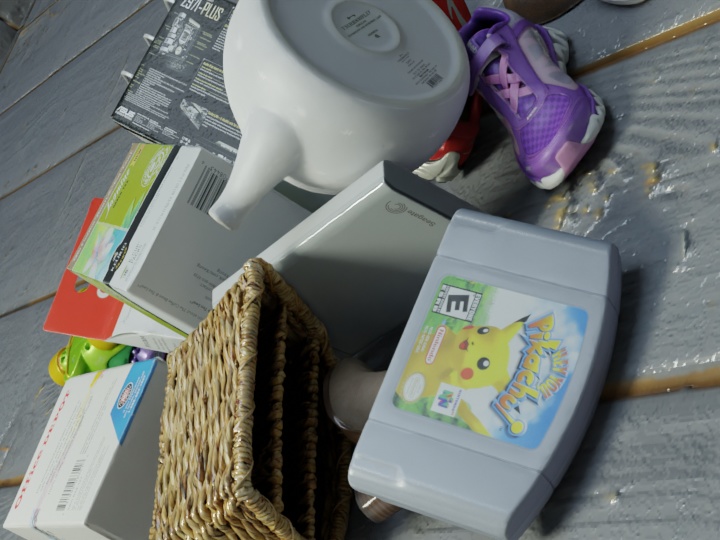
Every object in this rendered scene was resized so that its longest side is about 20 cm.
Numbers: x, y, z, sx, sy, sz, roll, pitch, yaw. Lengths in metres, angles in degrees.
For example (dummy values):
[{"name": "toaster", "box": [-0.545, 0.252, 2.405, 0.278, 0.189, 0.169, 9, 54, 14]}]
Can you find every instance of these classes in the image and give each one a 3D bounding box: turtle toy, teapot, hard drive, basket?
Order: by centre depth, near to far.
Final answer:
[{"name": "basket", "box": [-0.058, 0.122, 1.143, 0.149, 0.141, 0.202, -45, 34, 43]}, {"name": "teapot", "box": [-0.020, -0.129, 1.174, 0.147, 0.197, 0.199, 119, 146, -42]}, {"name": "hard drive", "box": [0.000, 0.000, 1.176, 0.199, 0.131, 0.027, -35, 44, 37]}, {"name": "turtle toy", "box": [-0.249, 0.081, 1.621, 0.146, 0.100, 0.202, -38, 33, 51]}]

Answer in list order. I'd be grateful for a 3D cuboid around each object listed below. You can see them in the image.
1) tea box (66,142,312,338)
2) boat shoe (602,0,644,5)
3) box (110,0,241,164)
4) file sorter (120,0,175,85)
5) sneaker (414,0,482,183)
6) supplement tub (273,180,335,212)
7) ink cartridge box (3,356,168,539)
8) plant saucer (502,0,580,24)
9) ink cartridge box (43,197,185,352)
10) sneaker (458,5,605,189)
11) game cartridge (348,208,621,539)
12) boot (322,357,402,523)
[{"name": "tea box", "box": [-0.115, -0.003, 1.335, 0.135, 0.199, 0.196, -63, 25, -8]}, {"name": "boat shoe", "box": [0.155, -0.268, 1.207, 0.071, 0.069, 0.200, -56, 46, 12]}, {"name": "box", "box": [-0.129, -0.176, 1.593, 0.199, 0.086, 0.165, 26, 86, 35]}, {"name": "file sorter", "box": [-0.161, -0.264, 1.755, 0.202, 0.124, 0.139, -61, -2, -4]}, {"name": "sneaker", "box": [0.076, -0.168, 1.290, 0.085, 0.076, 0.202, 125, 150, -51]}, {"name": "supplement tub", "box": [-0.012, -0.152, 1.388, 0.132, 0.131, 0.202, -35, 34, 43]}, {"name": "ink cartridge box", "box": [-0.183, 0.178, 1.329, 0.199, 0.144, 0.149, -14, 50, 58]}, {"name": "plant saucer", "box": [0.176, -0.298, 1.308, 0.200, 0.032, 0.201, -44, 28, 30]}, {"name": "ink cartridge box", "box": [-0.200, -0.003, 1.538, 0.057, 0.197, 0.164, 84, -160, -60]}, {"name": "sneaker", "box": [0.117, -0.137, 1.172, 0.081, 0.088, 0.201, -47, 28, 21]}, {"name": "game cartridge", "box": [0.086, 0.062, 0.990, 0.132, 0.041, 0.202, 15, 71, 25]}, {"name": "boot", "box": [0.049, 0.082, 1.098, 0.146, 0.070, 0.201, -45, 29, 17]}]
